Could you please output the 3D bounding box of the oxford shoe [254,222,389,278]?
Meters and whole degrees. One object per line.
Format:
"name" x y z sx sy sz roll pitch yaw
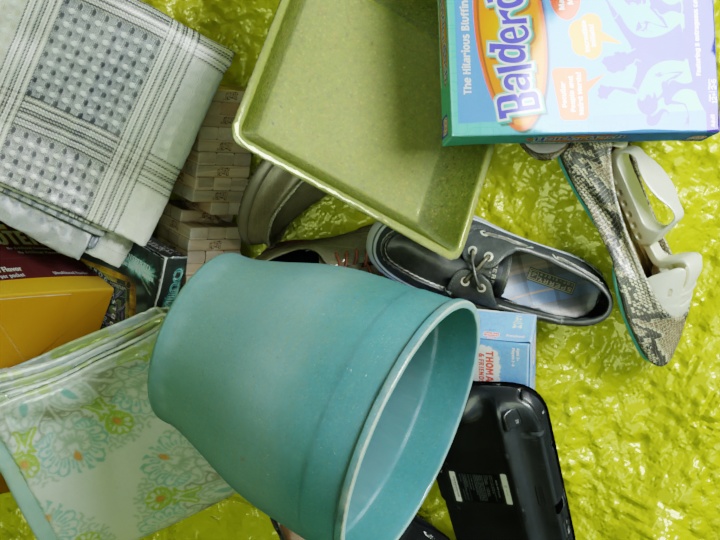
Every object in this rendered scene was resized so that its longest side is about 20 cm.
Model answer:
"oxford shoe" 0.000 0.000 1.064 0.198 0.075 0.071 -13 95 15

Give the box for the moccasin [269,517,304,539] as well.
"moccasin" -0.058 0.145 1.053 0.077 0.074 0.203 -29 74 -2

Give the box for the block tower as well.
"block tower" -0.130 -0.052 1.087 0.054 0.057 0.202 24 109 49

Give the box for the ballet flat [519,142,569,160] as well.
"ballet flat" 0.132 -0.183 1.003 0.067 0.046 0.202 -8 86 6

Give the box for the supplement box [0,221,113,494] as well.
"supplement box" -0.341 0.051 1.090 0.199 0.132 0.199 35 112 30

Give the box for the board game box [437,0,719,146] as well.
"board game box" 0.156 -0.170 0.955 0.197 0.045 0.154 -2 86 -6

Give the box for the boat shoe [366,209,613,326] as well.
"boat shoe" 0.103 -0.002 1.016 0.198 0.057 0.069 13 100 -9

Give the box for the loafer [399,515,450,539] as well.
"loafer" 0.026 0.238 1.118 0.200 0.068 0.070 44 143 -1

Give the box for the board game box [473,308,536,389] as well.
"board game box" 0.041 0.091 1.060 0.198 0.037 0.152 6 131 13

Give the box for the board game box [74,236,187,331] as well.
"board game box" -0.235 0.012 1.109 0.199 0.028 0.137 29 109 33

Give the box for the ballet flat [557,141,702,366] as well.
"ballet flat" 0.216 -0.025 1.004 0.075 0.068 0.202 -20 94 41

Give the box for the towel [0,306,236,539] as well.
"towel" -0.195 0.136 1.039 0.170 0.048 0.201 -21 126 -8

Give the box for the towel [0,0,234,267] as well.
"towel" -0.220 -0.117 0.992 0.191 0.035 0.201 25 100 -21

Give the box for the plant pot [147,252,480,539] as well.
"plant pot" -0.041 0.080 0.938 0.187 0.200 0.202 23 106 21

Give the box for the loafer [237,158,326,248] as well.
"loafer" -0.027 -0.092 1.051 0.067 0.076 0.201 38 107 9

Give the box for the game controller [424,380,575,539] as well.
"game controller" 0.111 0.168 1.055 0.103 0.042 0.202 6 129 30

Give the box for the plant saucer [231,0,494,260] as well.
"plant saucer" 0.010 -0.133 0.980 0.198 0.048 0.202 27 68 -22
